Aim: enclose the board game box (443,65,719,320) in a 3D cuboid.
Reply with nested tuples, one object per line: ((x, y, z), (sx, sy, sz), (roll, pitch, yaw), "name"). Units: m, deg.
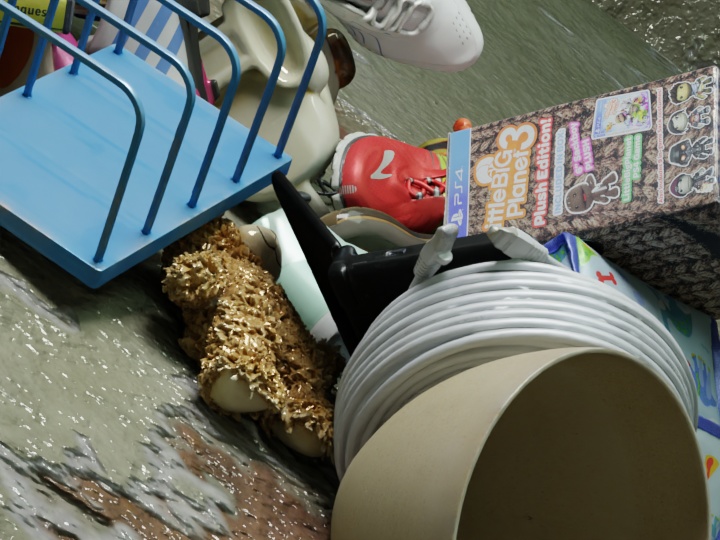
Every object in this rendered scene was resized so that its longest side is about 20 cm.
((0.178, -0.036, 1.767), (0.159, 0.199, 0.097), (35, 50, -48), "board game box")

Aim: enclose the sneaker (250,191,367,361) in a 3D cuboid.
((0.000, 0.000, 1.753), (0.118, 0.074, 0.200), (51, 21, 21), "sneaker")

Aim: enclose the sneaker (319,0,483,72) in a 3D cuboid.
((0.004, -0.192, 1.889), (0.199, 0.075, 0.087), (28, 12, -23), "sneaker")

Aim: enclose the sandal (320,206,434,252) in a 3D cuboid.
((0.041, 0.008, 1.841), (0.200, 0.082, 0.055), (20, 44, -43), "sandal")

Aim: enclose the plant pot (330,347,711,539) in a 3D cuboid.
((0.063, 0.135, 1.359), (0.134, 0.201, 0.200), (3, -13, 43), "plant pot")

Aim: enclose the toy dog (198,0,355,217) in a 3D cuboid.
((-0.063, -0.131, 1.892), (0.194, 0.139, 0.200), (46, 14, -7), "toy dog")

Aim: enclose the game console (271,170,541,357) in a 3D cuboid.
((0.050, 0.034, 1.556), (0.117, 0.175, 0.200), (-78, 151, -47), "game console")

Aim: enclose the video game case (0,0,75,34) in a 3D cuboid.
((-0.268, -0.201, 1.685), (0.180, 0.026, 0.200), (7, 22, -9), "video game case")

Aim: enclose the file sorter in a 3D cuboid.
((-0.130, -0.105, 1.530), (0.139, 0.123, 0.200), (34, 34, 17), "file sorter")

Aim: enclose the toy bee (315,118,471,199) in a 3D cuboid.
((0.068, -0.050, 2.007), (0.200, 0.109, 0.131), (26, 21, -37), "toy bee")

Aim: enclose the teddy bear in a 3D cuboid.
((-0.059, 0.031, 1.551), (0.145, 0.067, 0.200), (36, 15, -16), "teddy bear")

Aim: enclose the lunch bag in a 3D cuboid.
((0.152, 0.102, 1.705), (0.170, 0.127, 0.201), (28, 50, -41), "lunch bag")

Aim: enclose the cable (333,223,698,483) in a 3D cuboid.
((0.085, 0.086, 1.463), (0.199, 0.200, 0.069), (24, 35, -17), "cable")

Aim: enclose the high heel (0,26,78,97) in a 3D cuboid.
((-0.167, -0.094, 1.675), (0.096, 0.067, 0.200), (18, 37, -43), "high heel")

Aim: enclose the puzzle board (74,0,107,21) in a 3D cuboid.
((-0.208, -0.191, 1.796), (0.199, 0.017, 0.151), (7, 18, -6), "puzzle board")

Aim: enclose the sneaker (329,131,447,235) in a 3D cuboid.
((0.058, -0.056, 1.866), (0.200, 0.085, 0.077), (9, 76, -49), "sneaker")

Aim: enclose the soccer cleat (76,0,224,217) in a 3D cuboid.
((-0.134, -0.113, 1.707), (0.086, 0.201, 0.070), (-6, 1, 9), "soccer cleat")
